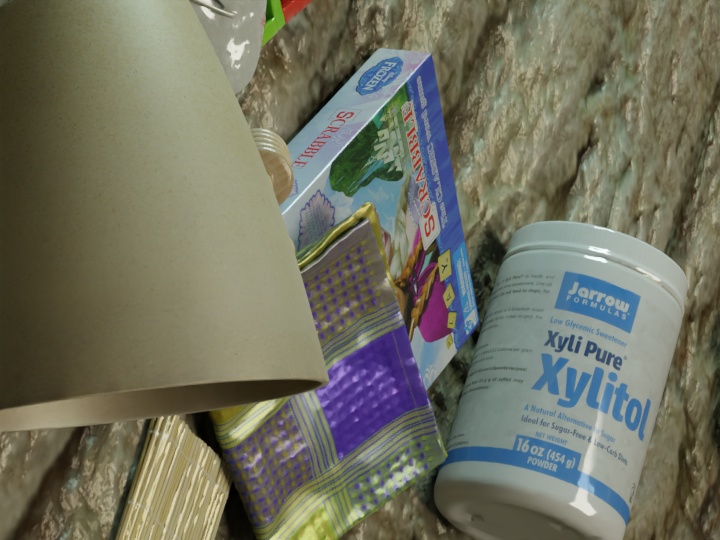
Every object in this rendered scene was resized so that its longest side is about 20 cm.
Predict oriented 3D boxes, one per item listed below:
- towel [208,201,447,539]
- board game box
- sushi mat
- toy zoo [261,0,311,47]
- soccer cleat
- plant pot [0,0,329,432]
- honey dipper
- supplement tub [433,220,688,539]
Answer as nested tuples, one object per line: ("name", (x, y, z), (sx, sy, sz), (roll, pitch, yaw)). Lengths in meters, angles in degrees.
("towel", (-0.022, 0.072, 1.658), (0.143, 0.023, 0.201), (-34, 127, -28))
("board game box", (0.000, 0.000, 1.741), (0.200, 0.041, 0.201), (-50, 137, -46))
("sushi mat", (-0.118, 0.185, 1.587), (0.096, 0.012, 0.201), (47, 54, -56))
("toy zoo", (-0.037, -0.222, 1.649), (0.200, 0.020, 0.132), (-48, 135, -48))
("soccer cleat", (-0.075, -0.188, 1.502), (0.068, 0.085, 0.201), (-7, 101, -30))
("plant pot", (-0.120, -0.033, 1.392), (0.187, 0.187, 0.201), (4, 77, -62))
("honey dipper", (-0.053, -0.034, 1.537), (0.200, 0.038, 0.038), (-100, -173, -73))
("supplement tub", (0.134, 0.083, 1.919), (0.132, 0.132, 0.201), (48, 53, -55))
